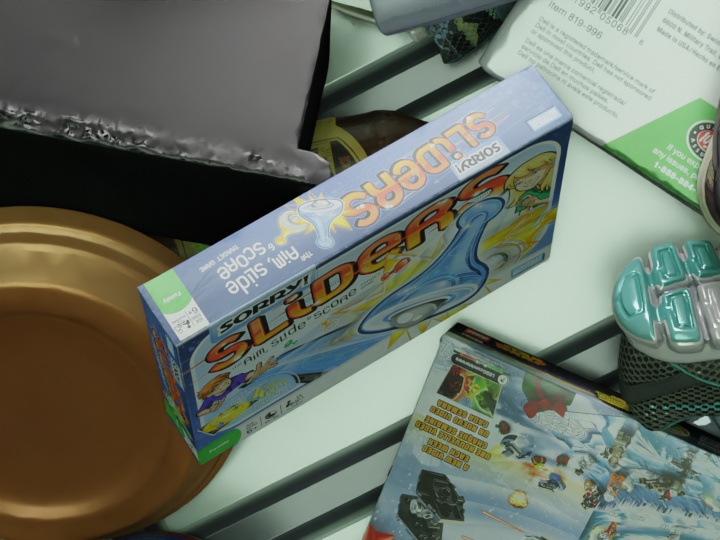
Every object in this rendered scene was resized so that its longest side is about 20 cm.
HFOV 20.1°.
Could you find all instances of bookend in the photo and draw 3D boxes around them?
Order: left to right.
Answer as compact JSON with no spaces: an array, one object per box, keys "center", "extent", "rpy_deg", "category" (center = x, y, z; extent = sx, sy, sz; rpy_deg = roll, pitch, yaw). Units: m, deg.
[{"center":[-0.094,-0.125,0.949],"extent":[0.198,0.092,0.201],"rpy_deg":[10,68,2],"category":"bookend"}]

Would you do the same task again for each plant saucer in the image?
[{"center":[-0.154,0.061,0.978],"extent":[0.199,0.038,0.201],"rpy_deg":[0,125,-1],"category":"plant saucer"}]

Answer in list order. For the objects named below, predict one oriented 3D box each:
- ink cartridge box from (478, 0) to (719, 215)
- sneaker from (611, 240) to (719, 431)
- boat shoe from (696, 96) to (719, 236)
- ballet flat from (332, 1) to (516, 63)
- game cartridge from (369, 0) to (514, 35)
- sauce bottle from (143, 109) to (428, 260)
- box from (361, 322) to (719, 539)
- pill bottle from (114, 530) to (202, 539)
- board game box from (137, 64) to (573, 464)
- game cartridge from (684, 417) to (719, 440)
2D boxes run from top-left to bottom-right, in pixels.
[{"center":[0.170,-0.141,0.963],"extent":[0.146,0.083,0.200],"rpy_deg":[34,96,3],"category":"ink cartridge box"},{"center":[0.208,0.031,0.949],"extent":[0.199,0.078,0.091],"rpy_deg":[-2,135,-9],"category":"sneaker"},{"center":[0.200,-0.105,0.887],"extent":[0.072,0.065,0.200],"rpy_deg":[21,95,4],"category":"boat shoe"},{"center":[-0.017,-0.169,0.989],"extent":[0.200,0.074,0.074],"rpy_deg":[35,95,4],"category":"ballet flat"},{"center":[0.048,-0.221,0.927],"extent":[0.133,0.041,0.201],"rpy_deg":[-15,84,8],"category":"game cartridge"},{"center":[-0.013,-0.044,0.995],"extent":[0.199,0.065,0.065],"rpy_deg":[-13,92,6],"category":"sauce bottle"},{"center":[0.109,0.128,0.986],"extent":[0.200,0.040,0.137],"rpy_deg":[24,103,10],"category":"box"},{"center":[-0.110,0.192,0.948],"extent":[0.112,0.200,0.113],"rpy_deg":[0,94,5],"category":"pill bottle"},{"center":[0.000,0.000,0.909],"extent":[0.200,0.135,0.034],"rpy_deg":[-30,67,-13],"category":"board game box"},{"center":[0.277,0.076,0.991],"extent":[0.200,0.040,0.134],"rpy_deg":[-32,86,6],"category":"game cartridge"}]
